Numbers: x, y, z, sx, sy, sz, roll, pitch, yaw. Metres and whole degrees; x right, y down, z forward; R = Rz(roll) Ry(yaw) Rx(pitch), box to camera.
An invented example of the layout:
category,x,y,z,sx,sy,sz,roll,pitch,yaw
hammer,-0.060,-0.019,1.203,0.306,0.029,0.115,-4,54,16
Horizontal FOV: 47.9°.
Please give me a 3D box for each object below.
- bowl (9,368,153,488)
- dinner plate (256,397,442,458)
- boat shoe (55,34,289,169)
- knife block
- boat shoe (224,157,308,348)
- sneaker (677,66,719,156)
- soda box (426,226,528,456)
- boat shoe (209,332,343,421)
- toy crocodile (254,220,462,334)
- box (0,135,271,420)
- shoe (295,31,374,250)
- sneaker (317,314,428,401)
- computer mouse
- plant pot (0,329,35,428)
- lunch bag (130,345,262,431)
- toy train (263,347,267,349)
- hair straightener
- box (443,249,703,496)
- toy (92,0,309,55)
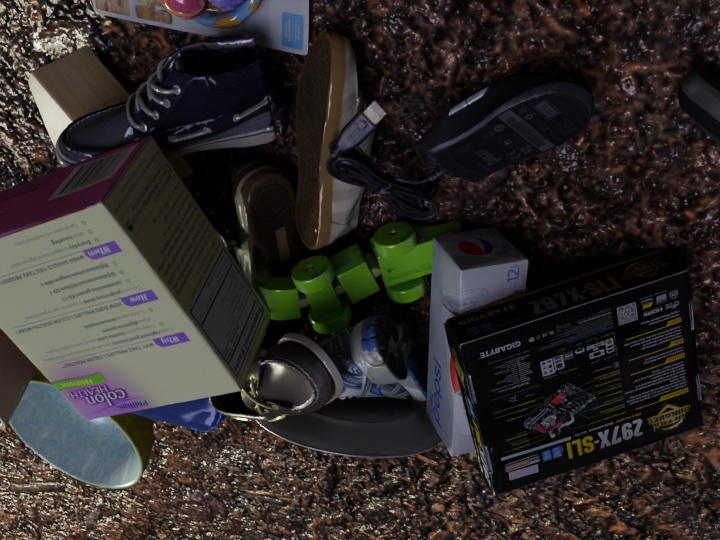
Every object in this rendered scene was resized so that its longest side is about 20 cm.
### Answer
category,x,y,z,sx,sy,sz,roll,pitch,yaw
bowl,-0.343,0.176,1.048,0.199,0.108,0.201,12,132,14
dinner plate,-0.012,0.140,0.826,0.199,0.200,0.024,12,102,15
boat shoe,-0.162,-0.138,0.664,0.199,0.075,0.093,-15,152,-4
knife block,-0.200,-0.090,0.746,0.175,0.064,0.201,21,137,33
boat shoe,-0.096,-0.019,0.797,0.075,0.074,0.203,37,137,41
sneaker,0.286,-0.055,0.581,0.199,0.076,0.114,32,128,-12
soda box,0.102,0.067,0.736,0.063,0.068,0.201,-9,120,-15
boat shoe,-0.081,0.102,0.722,0.072,0.059,0.200,61,151,-7
toy crocodile,0.000,0.000,0.741,0.199,0.062,0.068,-21,126,1
box,-0.205,0.015,0.683,0.175,0.097,0.200,-14,124,24
shoe,-0.021,-0.109,0.697,0.053,0.070,0.201,-12,132,-23
sneaker,0.010,0.089,0.784,0.085,0.077,0.200,-15,159,14
computer mouse,0.067,-0.114,0.624,0.140,0.046,0.200,21,144,-37
plant pot,-0.484,0.053,0.955,0.199,0.177,0.201,-6,127,29
lunch bag,-0.200,0.085,0.864,0.199,0.132,0.137,10,114,16
toy train,-0.041,0.146,0.938,0.199,0.034,0.046,32,124,-3
hair straightener,-0.023,0.056,0.846,0.077,0.041,0.200,43,128,4
box,0.184,0.088,0.689,0.199,0.049,0.160,-18,116,-3
toy,-0.139,-0.235,0.634,0.199,0.047,0.116,16,129,14
